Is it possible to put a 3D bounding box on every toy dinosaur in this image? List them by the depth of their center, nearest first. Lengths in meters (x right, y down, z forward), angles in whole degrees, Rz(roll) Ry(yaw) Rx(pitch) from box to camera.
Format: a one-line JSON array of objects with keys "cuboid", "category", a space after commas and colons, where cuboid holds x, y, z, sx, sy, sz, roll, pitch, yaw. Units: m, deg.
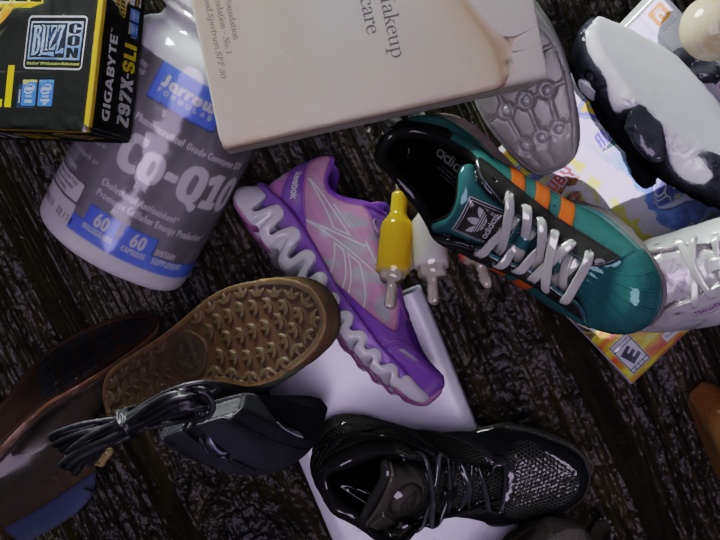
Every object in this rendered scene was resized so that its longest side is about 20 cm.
[{"cuboid": [0.125, 0.202, 0.900, 0.102, 0.077, 0.199, -44, 139, 15], "category": "toy dinosaur"}]

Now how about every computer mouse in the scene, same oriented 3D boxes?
[{"cuboid": [-0.109, 0.118, 0.850, 0.139, 0.200, 0.047, -19, 73, 20], "category": "computer mouse"}]

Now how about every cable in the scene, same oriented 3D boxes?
[{"cuboid": [0.045, -0.074, 0.864, 0.095, 0.050, 0.203, -10, 77, -2], "category": "cable"}]

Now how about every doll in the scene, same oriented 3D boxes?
[{"cuboid": [0.283, -0.118, 0.837, 0.198, 0.138, 0.049, 24, 128, -22], "category": "doll"}]

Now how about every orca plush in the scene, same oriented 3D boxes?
[{"cuboid": [0.211, -0.081, 0.847, 0.198, 0.106, 0.071, 25, 145, -10], "category": "orca plush"}]

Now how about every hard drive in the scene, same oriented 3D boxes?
[{"cuboid": [0.021, 0.128, 0.946, 0.130, 0.025, 0.203, -22, 98, 7], "category": "hard drive"}]

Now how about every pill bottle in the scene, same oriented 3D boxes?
[{"cuboid": [-0.124, -0.099, 0.872, 0.113, 0.114, 0.202, 29, 101, -2], "category": "pill bottle"}]

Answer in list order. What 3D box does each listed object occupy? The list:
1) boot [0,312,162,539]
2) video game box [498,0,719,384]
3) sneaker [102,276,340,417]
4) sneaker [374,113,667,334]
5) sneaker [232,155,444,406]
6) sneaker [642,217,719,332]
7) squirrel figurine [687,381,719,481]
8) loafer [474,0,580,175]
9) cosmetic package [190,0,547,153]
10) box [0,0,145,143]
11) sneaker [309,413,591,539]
[{"cuboid": [-0.213, 0.116, 0.953, 0.199, 0.075, 0.097, -33, 122, -1], "category": "boot"}, {"cuboid": [0.195, -0.057, 0.893, 0.182, 0.047, 0.200, 44, 100, -1], "category": "video game box"}, {"cuboid": [-0.080, 0.054, 0.882, 0.198, 0.089, 0.068, -27, 79, 30], "category": "sneaker"}, {"cuboid": [0.088, -0.024, 0.776, 0.199, 0.080, 0.072, 37, 115, 21], "category": "sneaker"}, {"cuboid": [0.000, 0.000, 0.886, 0.088, 0.081, 0.201, -37, 76, -7], "category": "sneaker"}, {"cuboid": [0.221, 0.005, 0.779, 0.098, 0.199, 0.076, -9, 81, -36], "category": "sneaker"}, {"cuboid": [0.354, 0.135, 0.875, 0.184, 0.142, 0.203, -20, 87, -8], "category": "squirrel figurine"}, {"cuboid": [0.094, -0.160, 0.858, 0.069, 0.070, 0.203, -22, 88, 17], "category": "loafer"}, {"cuboid": [0.003, -0.141, 0.780, 0.197, 0.073, 0.105, -14, 94, -2], "category": "cosmetic package"}, {"cuboid": [-0.230, -0.168, 0.847, 0.197, 0.049, 0.163, 5, 90, 29], "category": "box"}, {"cuboid": [0.062, 0.148, 0.878, 0.196, 0.114, 0.078, 8, 102, 0], "category": "sneaker"}]
